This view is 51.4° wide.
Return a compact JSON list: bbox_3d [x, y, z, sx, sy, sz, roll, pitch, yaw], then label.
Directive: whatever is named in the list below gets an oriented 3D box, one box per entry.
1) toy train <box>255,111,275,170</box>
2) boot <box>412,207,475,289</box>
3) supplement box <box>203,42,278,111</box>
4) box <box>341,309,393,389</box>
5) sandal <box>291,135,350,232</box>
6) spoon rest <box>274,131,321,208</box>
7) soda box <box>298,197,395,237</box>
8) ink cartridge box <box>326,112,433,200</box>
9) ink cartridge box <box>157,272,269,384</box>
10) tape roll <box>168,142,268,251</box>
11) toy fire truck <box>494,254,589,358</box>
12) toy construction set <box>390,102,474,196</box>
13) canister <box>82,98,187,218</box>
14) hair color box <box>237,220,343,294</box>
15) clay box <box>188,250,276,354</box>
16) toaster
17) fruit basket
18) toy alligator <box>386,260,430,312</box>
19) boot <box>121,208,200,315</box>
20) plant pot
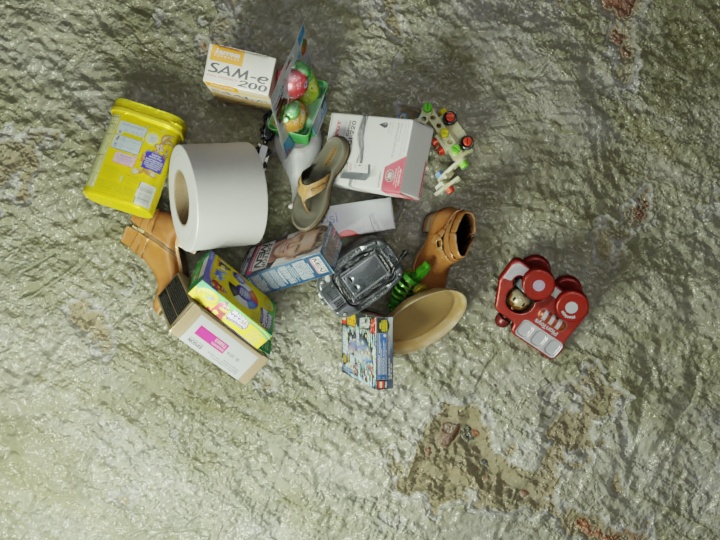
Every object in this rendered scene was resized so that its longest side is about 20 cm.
[{"bbox_3d":[-0.205,-0.226,1.534,0.034,0.046,0.202,14,89,-12],"label":"toy train"},{"bbox_3d":[0.176,-0.026,1.502,0.076,0.155,0.202,11,88,-23],"label":"boot"},{"bbox_3d":[-0.225,-0.367,1.448,0.125,0.200,0.074,12,92,-3],"label":"supplement box"},{"bbox_3d":[0.011,0.150,1.487,0.040,0.200,0.138,-1,92,-20],"label":"box"},{"bbox_3d":[-0.085,-0.174,1.454,0.081,0.054,0.201,31,95,33],"label":"sandal"},{"bbox_3d":[-0.129,-0.220,1.541,0.098,0.061,0.202,1,79,-4],"label":"spoon rest"},{"bbox_3d":[-0.031,-0.104,1.541,0.198,0.063,0.069,-8,94,-3],"label":"soda box"},{"bbox_3d":[0.028,-0.228,1.477,0.199,0.085,0.147,13,93,36],"label":"ink cartridge box"},{"bbox_3d":[-0.288,0.111,1.453,0.075,0.165,0.200,-46,120,1],"label":"ink cartridge box"},{"bbox_3d":[-0.277,-0.143,1.437,0.138,0.202,0.205,-6,93,-28],"label":"tape roll"},{"bbox_3d":[0.368,0.074,1.560,0.199,0.112,0.169,32,109,-3],"label":"toy fire truck"},{"bbox_3d":[0.154,-0.255,1.530,0.131,0.092,0.201,-33,94,-1],"label":"toy construction set"},{"bbox_3d":[-0.446,-0.219,1.478,0.147,0.087,0.201,17,78,-2],"label":"canister"},{"bbox_3d":[-0.140,-0.021,1.476,0.199,0.100,0.061,-17,126,24],"label":"hair color box"},{"bbox_3d":[-0.229,0.062,1.421,0.048,0.115,0.200,-41,114,19],"label":"clay box"},{"bbox_3d":[0.000,0.000,1.510,0.199,0.129,0.114,-37,103,0],"label":"toaster"},{"bbox_3d":[-0.119,-0.338,1.433,0.093,0.200,0.186,17,68,5],"label":"fruit basket"},{"bbox_3d":[0.080,0.062,1.519,0.054,0.059,0.201,3,128,-36],"label":"toy alligator"},{"bbox_3d":[-0.420,-0.025,1.518,0.154,0.077,0.201,25,97,0],"label":"boot"},{"bbox_3d":[0.122,0.098,1.516,0.199,0.200,0.028,-30,57,-2],"label":"plant pot"}]
